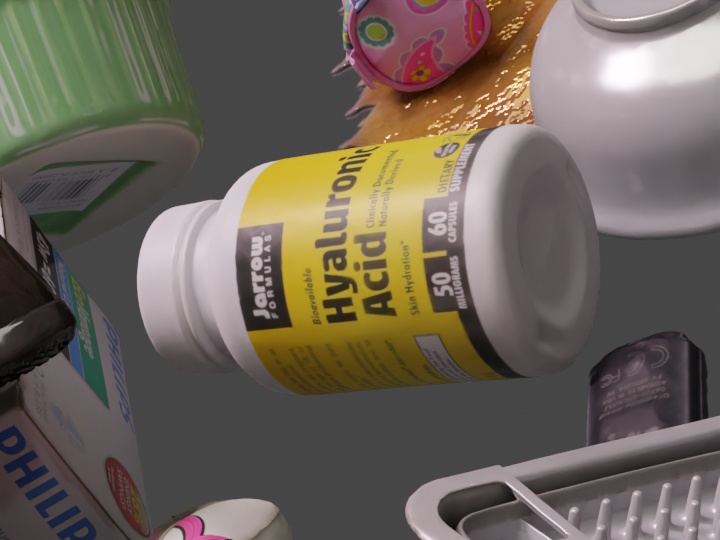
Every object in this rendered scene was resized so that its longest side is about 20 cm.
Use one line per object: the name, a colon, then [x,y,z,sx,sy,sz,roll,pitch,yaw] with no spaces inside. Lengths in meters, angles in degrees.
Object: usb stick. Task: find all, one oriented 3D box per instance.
usb stick: [0.111,0.103,0.792,0.055,0.033,0.201,-22,36,25]

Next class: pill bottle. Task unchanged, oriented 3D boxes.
pill bottle: [0.000,0.000,0.932,0.198,0.112,0.112,-7,41,31]

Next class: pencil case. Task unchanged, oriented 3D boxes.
pencil case: [0.016,-0.181,1.168,0.087,0.088,0.201,-25,36,9]

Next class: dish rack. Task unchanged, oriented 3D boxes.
dish rack: [0.130,0.111,0.688,0.199,0.044,0.171,-10,25,-33]

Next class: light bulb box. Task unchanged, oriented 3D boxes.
light bulb box: [-0.219,0.091,0.972,0.199,0.125,0.199,-28,35,6]

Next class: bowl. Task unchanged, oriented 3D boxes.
bowl: [0.160,-0.115,0.973,0.200,0.091,0.202,-20,37,16]

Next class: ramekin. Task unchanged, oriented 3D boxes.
ramekin: [-0.181,-0.079,1.095,0.199,0.200,0.098,-26,76,7]

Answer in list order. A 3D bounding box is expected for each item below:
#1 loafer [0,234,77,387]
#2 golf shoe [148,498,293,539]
loafer: [-0.218,0.043,0.845,0.199,0.072,0.073,-27,-4,-5]
golf shoe: [-0.054,0.147,0.796,0.091,0.073,0.200,-20,15,23]
